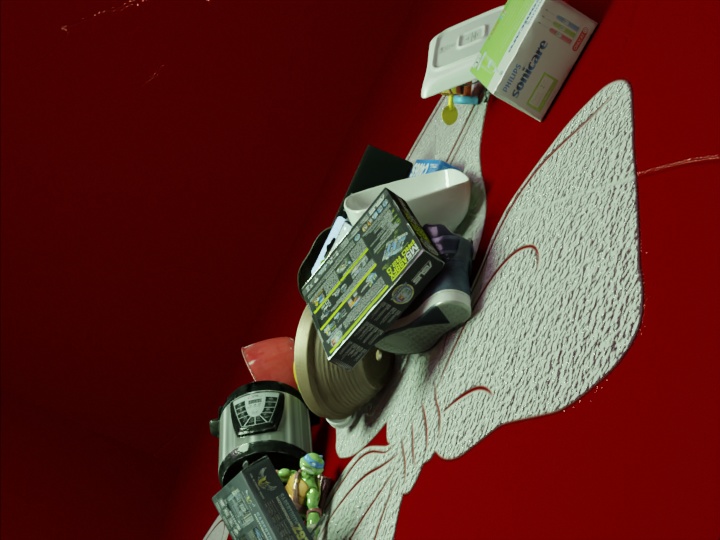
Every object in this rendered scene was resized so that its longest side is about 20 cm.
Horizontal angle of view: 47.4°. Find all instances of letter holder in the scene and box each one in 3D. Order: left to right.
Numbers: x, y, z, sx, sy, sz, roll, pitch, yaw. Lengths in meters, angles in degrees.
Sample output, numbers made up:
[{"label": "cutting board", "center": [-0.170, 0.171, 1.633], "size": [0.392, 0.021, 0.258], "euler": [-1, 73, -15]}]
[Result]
[{"label": "letter holder", "center": [0.022, -0.119, 1.644], "size": [0.142, 0.099, 0.204], "euler": [81, -148, -73]}]

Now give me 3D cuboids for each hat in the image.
[{"label": "hat", "center": [-0.018, 0.015, 1.511], "size": [0.203, 0.197, 0.081], "euler": [-60, 34, 22]}]

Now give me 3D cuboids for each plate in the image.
[{"label": "plate", "center": [0.194, -0.386, 1.396], "size": [0.196, 0.033, 0.202], "euler": [-17, 37, 24]}]

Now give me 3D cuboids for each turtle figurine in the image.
[{"label": "turtle figurine", "center": [-0.130, 0.377, 1.254], "size": [0.200, 0.141, 0.198], "euler": [-64, -5, -76]}]

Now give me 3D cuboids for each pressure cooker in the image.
[{"label": "pressure cooker", "center": [-0.174, 0.300, 1.481], "size": [0.179, 0.174, 0.202], "euler": [-44, 31, 26]}]

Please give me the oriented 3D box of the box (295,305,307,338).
[{"label": "box", "center": [-0.044, 0.053, 1.686], "size": [0.125, 0.096, 0.203], "euler": [-50, 18, 51]}]

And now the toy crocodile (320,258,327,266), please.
[{"label": "toy crocodile", "center": [0.022, -0.004, 1.277], "size": [0.061, 0.196, 0.069], "euler": [16, 102, 57]}]

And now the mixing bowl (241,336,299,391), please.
[{"label": "mixing bowl", "center": [-0.145, 0.212, 1.668], "size": [0.107, 0.202, 0.200], "euler": [-33, 11, -2]}]

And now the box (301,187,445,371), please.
[{"label": "box", "center": [0.010, 0.010, 1.120], "size": [0.201, 0.044, 0.161], "euler": [-50, 37, 16]}]

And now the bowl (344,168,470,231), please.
[{"label": "bowl", "center": [0.076, -0.094, 1.288], "size": [0.200, 0.195, 0.076], "euler": [-105, 1, -77]}]

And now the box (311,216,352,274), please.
[{"label": "box", "center": [0.000, 0.000, 1.406], "size": [0.032, 0.198, 0.123], "euler": [13, -73, -57]}]

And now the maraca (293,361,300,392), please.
[{"label": "maraca", "center": [-0.046, 0.152, 1.476], "size": [0.199, 0.106, 0.139], "euler": [-36, 37, 30]}]

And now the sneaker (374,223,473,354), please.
[{"label": "sneaker", "center": [0.088, 0.024, 1.135], "size": [0.202, 0.076, 0.149], "euler": [-37, 40, 48]}]

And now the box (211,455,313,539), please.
[{"label": "box", "center": [-0.122, 0.374, 1.134], "size": [0.050, 0.202, 0.158], "euler": [-24, -14, -34]}]

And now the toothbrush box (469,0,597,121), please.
[{"label": "toothbrush box", "center": [0.239, -0.316, 1.171], "size": [0.148, 0.085, 0.201], "euler": [-61, 11, 18]}]

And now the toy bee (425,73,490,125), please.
[{"label": "toy bee", "center": [0.166, -0.342, 1.471], "size": [0.200, 0.106, 0.135], "euler": [113, 162, -78]}]

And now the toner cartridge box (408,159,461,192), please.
[{"label": "toner cartridge box", "center": [0.120, -0.149, 1.482], "size": [0.200, 0.042, 0.097], "euler": [-140, 73, -79]}]

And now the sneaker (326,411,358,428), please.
[{"label": "sneaker", "center": [-0.027, 0.153, 1.359], "size": [0.082, 0.073, 0.205], "euler": [50, -140, -57]}]

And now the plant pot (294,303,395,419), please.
[{"label": "plant pot", "center": [-0.008, 0.127, 1.256], "size": [0.091, 0.202, 0.204], "euler": [-2, 54, 32]}]
